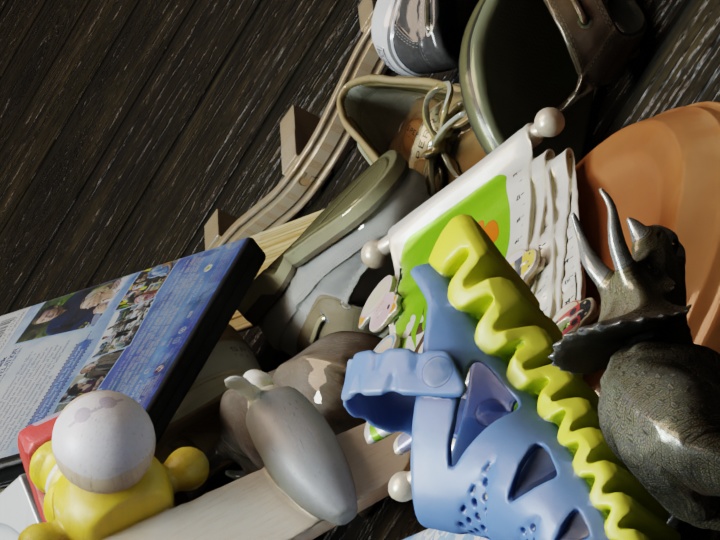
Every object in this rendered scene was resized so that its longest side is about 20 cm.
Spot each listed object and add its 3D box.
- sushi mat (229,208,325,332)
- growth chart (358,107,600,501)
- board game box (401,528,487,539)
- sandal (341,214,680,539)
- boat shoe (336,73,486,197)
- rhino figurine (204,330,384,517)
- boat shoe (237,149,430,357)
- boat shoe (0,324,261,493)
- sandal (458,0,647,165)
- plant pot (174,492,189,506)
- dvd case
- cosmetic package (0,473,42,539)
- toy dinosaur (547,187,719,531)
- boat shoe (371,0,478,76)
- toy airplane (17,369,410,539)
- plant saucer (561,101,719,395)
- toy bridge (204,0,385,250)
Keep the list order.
[{"bbox_3d":[-0.093,0.018,1.665,0.200,0.012,0.096,-19,32,14],"label":"sushi mat"},{"bbox_3d":[0.048,0.015,1.300,0.145,0.018,0.200,-41,27,23],"label":"growth chart"},{"bbox_3d":[0.021,0.199,1.230,0.199,0.043,0.200,-30,36,57],"label":"board game box"},{"bbox_3d":[0.058,0.075,1.153,0.087,0.079,0.200,-35,52,5],"label":"sandal"},{"bbox_3d":[0.038,-0.060,1.510,0.073,0.063,0.200,-62,19,-1],"label":"boat shoe"},{"bbox_3d":[-0.022,0.076,1.445,0.200,0.087,0.060,-29,37,60],"label":"rhino figurine"},{"bbox_3d":[0.000,0.000,1.490,0.075,0.068,0.200,-45,0,-22],"label":"boat shoe"},{"bbox_3d":[-0.138,0.092,1.560,0.200,0.074,0.069,-26,51,7],"label":"boat shoe"},{"bbox_3d":[0.104,-0.128,1.417,0.057,0.080,0.201,-8,55,51],"label":"sandal"},{"bbox_3d":[-0.191,0.161,1.665,0.175,0.200,0.200,-35,29,23],"label":"plant pot"},{"bbox_3d":[-0.149,0.056,1.532,0.200,0.018,0.143,-16,32,39],"label":"dvd case"},{"bbox_3d":[-0.141,0.210,1.460,0.151,0.052,0.200,-42,68,51],"label":"cosmetic package"},{"bbox_3d":[0.119,0.059,1.066,0.077,0.102,0.200,-56,19,20],"label":"toy dinosaur"},{"bbox_3d":[0.070,-0.195,1.618,0.066,0.070,0.200,10,70,53],"label":"boat shoe"},{"bbox_3d":[-0.097,0.120,1.297,0.199,0.141,0.200,2,34,24],"label":"toy airplane"},{"bbox_3d":[0.103,0.014,1.275,0.200,0.037,0.200,-53,21,30],"label":"plant saucer"},{"bbox_3d":[-0.033,-0.071,1.775,0.200,0.027,0.067,-54,21,25],"label":"toy bridge"}]
